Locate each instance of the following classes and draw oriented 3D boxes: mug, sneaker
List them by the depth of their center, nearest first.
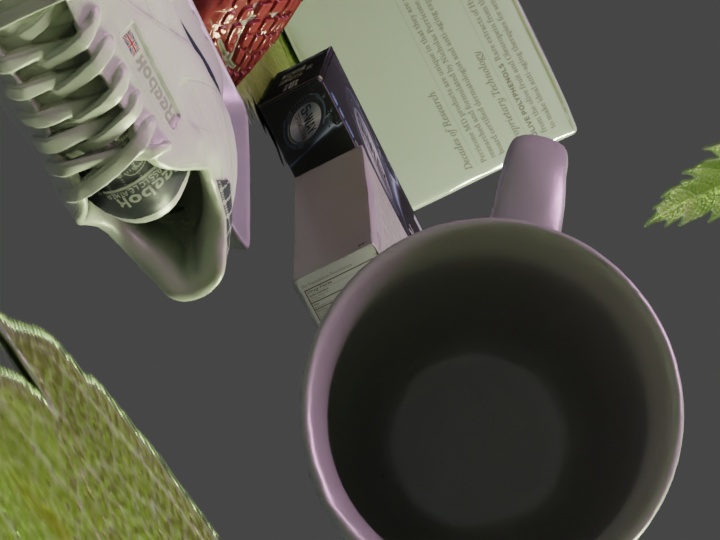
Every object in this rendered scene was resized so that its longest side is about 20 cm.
[{"bbox_3d":[-0.086,-0.068,0.629,0.200,0.076,0.081,53,23,-54],"label":"sneaker"},{"bbox_3d":[0.057,0.041,0.856,0.175,0.147,0.201,80,20,-80],"label":"mug"},{"bbox_3d":[-0.074,-0.151,1.075,0.082,0.078,0.200,35,17,-5],"label":"sneaker"}]

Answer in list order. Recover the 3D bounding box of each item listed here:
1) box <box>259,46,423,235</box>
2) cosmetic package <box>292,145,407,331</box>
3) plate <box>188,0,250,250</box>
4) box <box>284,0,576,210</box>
[{"bbox_3d":[0.003,-0.037,1.301,0.200,0.043,0.160,63,7,-10],"label":"box"},{"bbox_3d":[0.000,0.000,1.107,0.200,0.051,0.083,-94,160,-73],"label":"cosmetic package"},{"bbox_3d":[-0.102,-0.117,0.829,0.200,0.032,0.200,62,6,-20],"label":"plate"},{"bbox_3d":[0.048,-0.180,1.626,0.200,0.171,0.199,62,7,-17],"label":"box"}]
